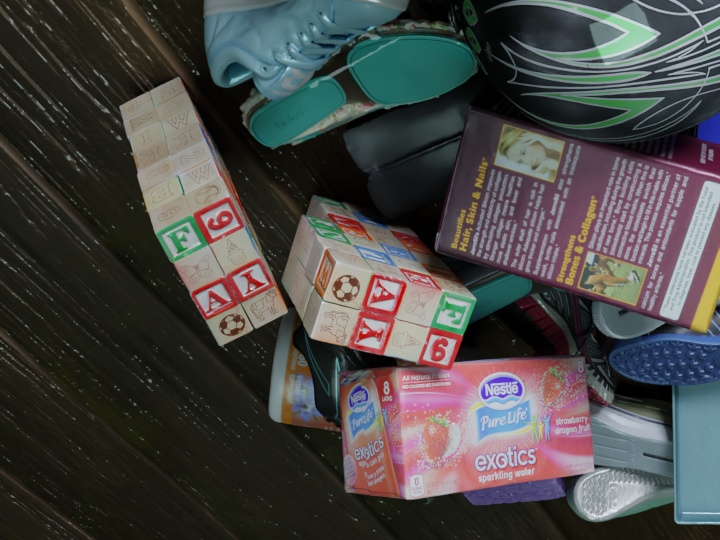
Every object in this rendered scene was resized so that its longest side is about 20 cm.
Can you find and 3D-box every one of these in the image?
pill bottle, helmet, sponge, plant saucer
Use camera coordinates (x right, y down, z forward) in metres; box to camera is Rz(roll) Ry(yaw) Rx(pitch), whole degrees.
[{"bbox_3d":[0.015,0.104,1.000,0.197,0.113,0.113,8,135,1],"label":"pill bottle"},{"bbox_3d":[0.166,-0.174,0.637,0.198,0.191,0.202,-19,130,-24],"label":"helmet"},{"bbox_3d":[0.146,0.207,1.096,0.110,0.030,0.200,-9,149,19],"label":"sponge"},{"bbox_3d":[0.328,0.137,0.965,0.069,0.019,0.203,-1,93,11],"label":"plant saucer"}]

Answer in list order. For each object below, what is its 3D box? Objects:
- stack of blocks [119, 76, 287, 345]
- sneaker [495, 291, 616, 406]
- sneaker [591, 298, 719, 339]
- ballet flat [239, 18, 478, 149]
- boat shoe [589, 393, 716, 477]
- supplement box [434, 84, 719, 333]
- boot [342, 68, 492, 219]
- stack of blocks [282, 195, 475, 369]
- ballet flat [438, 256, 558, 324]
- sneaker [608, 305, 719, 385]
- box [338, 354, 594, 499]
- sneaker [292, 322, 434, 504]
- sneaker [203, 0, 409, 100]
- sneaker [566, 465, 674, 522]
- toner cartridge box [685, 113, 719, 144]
[{"bbox_3d":[-0.126,-0.052,0.805,0.058,0.201,0.116,-26,130,-2],"label":"stack of blocks"},{"bbox_3d":[0.200,0.060,0.957,0.080,0.075,0.200,29,166,43],"label":"sneaker"},{"bbox_3d":[0.288,-0.001,0.885,0.197,0.071,0.074,-20,95,3],"label":"sneaker"},{"bbox_3d":[-0.003,-0.154,0.783,0.197,0.064,0.076,-15,131,19],"label":"ballet flat"},{"bbox_3d":[0.265,0.159,1.043,0.197,0.062,0.073,14,129,21],"label":"boat shoe"},{"bbox_3d":[0.165,-0.048,0.726,0.197,0.086,0.112,18,115,13],"label":"supplement box"},{"bbox_3d":[0.103,-0.078,0.818,0.198,0.066,0.167,-18,101,21],"label":"boot"},{"bbox_3d":[0.000,0.000,0.825,0.114,0.200,0.059,14,106,-19],"label":"stack of blocks"},{"bbox_3d":[0.145,-0.013,0.862,0.197,0.074,0.074,-19,131,7],"label":"ballet flat"},{"bbox_3d":[0.322,0.048,0.920,0.197,0.079,0.070,-10,133,24],"label":"sneaker"},{"bbox_3d":[0.089,0.125,0.853,0.198,0.104,0.094,1,173,-32],"label":"box"},{"bbox_3d":[0.009,0.120,0.920,0.079,0.075,0.202,-23,96,24],"label":"sneaker"},{"bbox_3d":[-0.039,-0.162,0.720,0.073,0.083,0.199,-4,-173,-40],"label":"sneaker"},{"bbox_3d":[0.313,0.214,1.104,0.198,0.075,0.118,-17,169,-2],"label":"sneaker"},{"bbox_3d":[0.298,-0.131,0.770,0.093,0.044,0.202,1,134,10],"label":"toner cartridge box"}]
